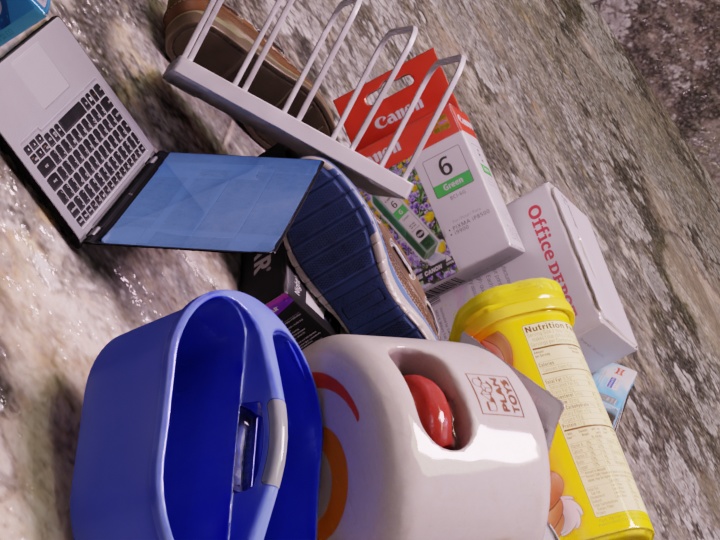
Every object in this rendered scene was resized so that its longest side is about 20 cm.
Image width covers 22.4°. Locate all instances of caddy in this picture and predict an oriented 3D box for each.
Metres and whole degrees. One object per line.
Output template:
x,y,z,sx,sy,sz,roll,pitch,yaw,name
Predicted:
-0.084,0.111,1.060,0.141,0.105,0.201,33,49,-43,caddy

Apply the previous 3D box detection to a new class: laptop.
-0.142,-0.097,1.255,0.200,0.116,0.187,55,20,-13,laptop

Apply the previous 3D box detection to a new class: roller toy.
0.029,0.135,1.158,0.139,0.200,0.183,6,89,-32,roller toy

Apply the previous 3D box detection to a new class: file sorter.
-0.034,-0.156,1.410,0.199,0.125,0.139,29,-1,-10,file sorter

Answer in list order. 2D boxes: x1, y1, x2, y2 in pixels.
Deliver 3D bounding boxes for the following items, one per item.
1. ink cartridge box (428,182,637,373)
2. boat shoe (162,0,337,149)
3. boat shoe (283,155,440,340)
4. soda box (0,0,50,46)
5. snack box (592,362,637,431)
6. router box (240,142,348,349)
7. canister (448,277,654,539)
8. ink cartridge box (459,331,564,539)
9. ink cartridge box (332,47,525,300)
0.117,0.040,1.554,0.087,0.200,0.146,32,34,-52,ink cartridge box
-0.088,-0.171,1.547,0.200,0.072,0.068,44,25,-39,boat shoe
0.000,0.000,1.389,0.201,0.072,0.072,63,17,-10,boat shoe
-0.250,-0.231,1.251,0.064,0.068,0.200,48,23,-31,soda box
0.181,0.185,1.551,0.037,0.201,0.116,21,17,11,snack box
-0.032,0.008,1.461,0.149,0.051,0.200,45,25,-31,router box
0.131,0.128,1.291,0.149,0.086,0.201,98,-24,-57,canister
0.097,0.161,1.232,0.050,0.201,0.162,9,12,-24,ink cartridge box
0.049,-0.083,1.530,0.201,0.109,0.050,68,16,14,ink cartridge box
